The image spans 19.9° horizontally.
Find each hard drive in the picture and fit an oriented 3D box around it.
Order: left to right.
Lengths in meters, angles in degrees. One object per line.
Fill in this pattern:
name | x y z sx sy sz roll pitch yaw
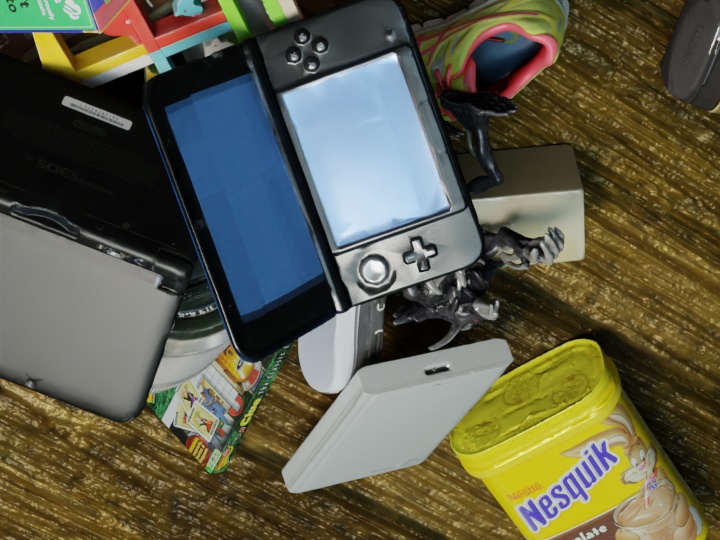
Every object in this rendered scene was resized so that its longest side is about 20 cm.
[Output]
hard drive | 0.026 0.117 1.628 0.131 0.026 0.200 -11 157 -25

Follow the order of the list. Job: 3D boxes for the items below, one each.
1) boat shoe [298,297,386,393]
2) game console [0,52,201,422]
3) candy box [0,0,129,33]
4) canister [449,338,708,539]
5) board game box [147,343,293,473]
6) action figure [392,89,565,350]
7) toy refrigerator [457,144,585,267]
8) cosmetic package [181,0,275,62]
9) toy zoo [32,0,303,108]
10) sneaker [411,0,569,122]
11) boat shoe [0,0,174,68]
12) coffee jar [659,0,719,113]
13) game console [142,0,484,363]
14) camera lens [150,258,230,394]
boat shoe | 0.000 0.000 1.532 0.066 0.070 0.202 -16 124 -34
game console | -0.208 -0.025 1.386 0.199 0.177 0.117 21 143 -3
candy box | -0.222 -0.231 1.368 0.198 0.169 0.077 2 128 30
canister | 0.186 0.173 1.718 0.148 0.087 0.200 -29 119 14
board game box | -0.105 0.053 1.631 0.023 0.105 0.201 -6 133 -49
action figure | 0.077 -0.022 1.489 0.118 0.102 0.201 -25 125 -28
toy refrigerator | 0.071 -0.042 1.589 0.198 0.076 0.070 -5 122 0
cosmetic package | -0.122 -0.246 1.460 0.082 0.051 0.201 -7 124 28
toy zoo | -0.141 -0.158 1.415 0.199 0.021 0.132 -21 136 5
sneaker | 0.066 -0.143 1.520 0.199 0.091 0.078 -33 119 18
boat shoe | -0.214 -0.185 1.480 0.199 0.076 0.074 -16 112 26
coffee jar | 0.328 -0.158 1.526 0.198 0.086 0.105 13 122 -11
game console | -0.027 -0.064 1.372 0.169 0.118 0.202 -19 99 10
camera lens | -0.154 0.001 1.507 0.159 0.161 0.200 17 160 -12
